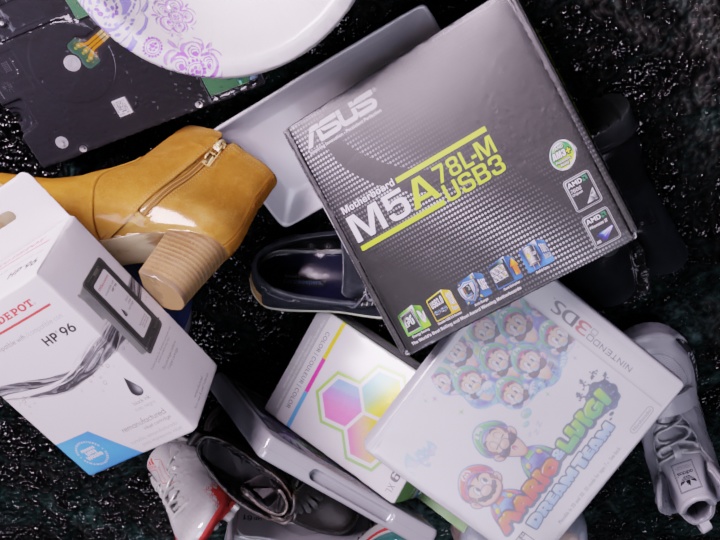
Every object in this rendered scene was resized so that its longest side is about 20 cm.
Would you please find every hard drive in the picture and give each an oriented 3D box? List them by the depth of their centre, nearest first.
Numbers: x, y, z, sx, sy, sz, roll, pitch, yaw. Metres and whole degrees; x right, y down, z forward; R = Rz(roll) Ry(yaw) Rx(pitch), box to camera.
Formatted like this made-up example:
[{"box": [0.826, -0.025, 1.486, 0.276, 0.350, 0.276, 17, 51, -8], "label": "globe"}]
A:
[{"box": [-0.184, -0.171, 0.735, 0.197, 0.038, 0.141, -18, 124, 14], "label": "hard drive"}]

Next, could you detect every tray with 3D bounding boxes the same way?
[{"box": [-0.010, -0.120, 0.782, 0.198, 0.022, 0.108, -27, 121, 19], "label": "tray"}]

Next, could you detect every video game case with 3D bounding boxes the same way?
[{"box": [0.131, 0.115, 0.796, 0.181, 0.024, 0.201, 36, 98, -11], "label": "video game case"}, {"box": [-0.040, 0.166, 0.895, 0.181, 0.200, 0.024, 35, 86, -22], "label": "video game case"}]

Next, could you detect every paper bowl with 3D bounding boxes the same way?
[{"box": [-0.089, -0.231, 0.612, 0.197, 0.105, 0.204, -3, 119, -5], "label": "paper bowl"}]

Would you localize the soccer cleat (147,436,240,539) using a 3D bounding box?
[{"box": [-0.162, 0.201, 0.921, 0.085, 0.200, 0.069, 39, 91, -10], "label": "soccer cleat"}]

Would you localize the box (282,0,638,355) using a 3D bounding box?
[{"box": [0.072, -0.068, 0.726, 0.198, 0.048, 0.195, -27, 94, 19], "label": "box"}]

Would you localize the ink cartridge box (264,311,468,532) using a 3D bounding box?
[{"box": [0.026, 0.128, 0.853, 0.198, 0.059, 0.105, 33, 96, 22], "label": "ink cartridge box"}]

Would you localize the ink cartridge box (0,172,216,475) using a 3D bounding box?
[{"box": [-0.210, 0.044, 0.696, 0.115, 0.068, 0.201, -25, 119, 27], "label": "ink cartridge box"}]

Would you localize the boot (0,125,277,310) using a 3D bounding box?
[{"box": [-0.175, -0.061, 0.754, 0.198, 0.145, 0.071, 23, 144, 10], "label": "boot"}]

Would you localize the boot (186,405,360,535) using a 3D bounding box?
[{"box": [-0.076, 0.198, 0.904, 0.199, 0.174, 0.070, 35, 87, -8], "label": "boot"}]

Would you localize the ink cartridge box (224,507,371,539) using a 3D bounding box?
[{"box": [-0.079, 0.323, 1.066, 0.142, 0.085, 0.202, 11, 127, -9], "label": "ink cartridge box"}]

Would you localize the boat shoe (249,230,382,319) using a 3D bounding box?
[{"box": [0.000, 0.000, 0.832, 0.196, 0.076, 0.062, -2, 164, 6], "label": "boat shoe"}]

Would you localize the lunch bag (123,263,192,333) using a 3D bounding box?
[{"box": [-0.240, 0.029, 0.820, 0.196, 0.137, 0.134, 8, 125, -2], "label": "lunch bag"}]

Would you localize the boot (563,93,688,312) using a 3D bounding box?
[{"box": [0.157, -0.029, 0.812, 0.197, 0.077, 0.170, -24, 119, 10], "label": "boot"}]

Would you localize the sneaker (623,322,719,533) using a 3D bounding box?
[{"box": [0.292, 0.148, 0.918, 0.074, 0.116, 0.202, -18, 124, 13], "label": "sneaker"}]

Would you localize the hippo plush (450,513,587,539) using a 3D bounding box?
[{"box": [0.120, 0.179, 0.897, 0.200, 0.159, 0.161, -44, 103, -1], "label": "hippo plush"}]

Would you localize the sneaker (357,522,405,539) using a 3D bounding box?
[{"box": [0.001, 0.322, 0.949, 0.069, 0.094, 0.200, 25, 129, -19], "label": "sneaker"}]
